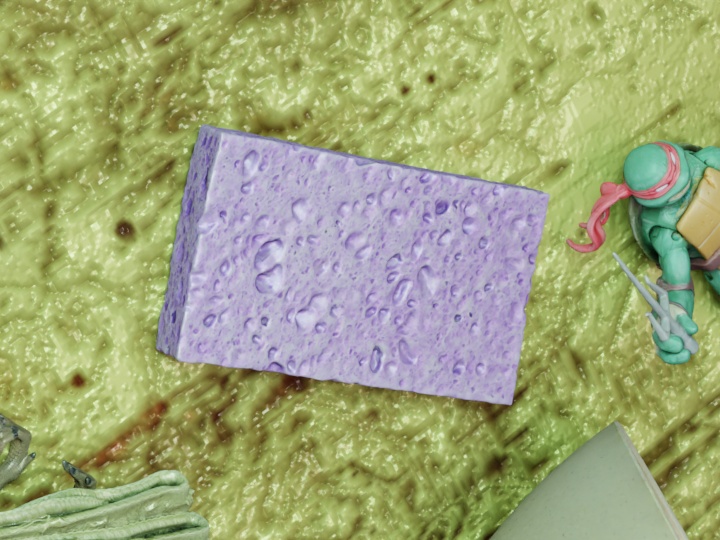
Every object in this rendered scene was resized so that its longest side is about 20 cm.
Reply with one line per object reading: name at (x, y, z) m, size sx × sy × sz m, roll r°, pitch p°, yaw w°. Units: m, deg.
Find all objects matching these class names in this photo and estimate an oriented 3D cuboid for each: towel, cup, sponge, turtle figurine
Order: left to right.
towel at (-0.153, 0.178, 1.176) m, size 0.148 × 0.036 × 0.200 m, roll -6°, pitch 129°, yaw -34°
sponge at (0.000, 0.000, 1.280) m, size 0.200 × 0.030 × 0.112 m, roll 9°, pitch 95°, yaw -32°
cup at (0.118, 0.198, 1.316) m, size 0.143 × 0.200 × 0.201 m, roll -30°, pitch 117°, yaw 5°
turtle figurine at (0.193, -0.023, 1.355) m, size 0.200 × 0.101 × 0.150 m, roll 30°, pitch 98°, yaw -48°

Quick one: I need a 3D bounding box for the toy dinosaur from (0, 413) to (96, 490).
toy dinosaur at (-0.171, 0.122, 1.192) m, size 0.101 × 0.058 × 0.200 m, roll -55°, pitch 141°, yaw -4°
